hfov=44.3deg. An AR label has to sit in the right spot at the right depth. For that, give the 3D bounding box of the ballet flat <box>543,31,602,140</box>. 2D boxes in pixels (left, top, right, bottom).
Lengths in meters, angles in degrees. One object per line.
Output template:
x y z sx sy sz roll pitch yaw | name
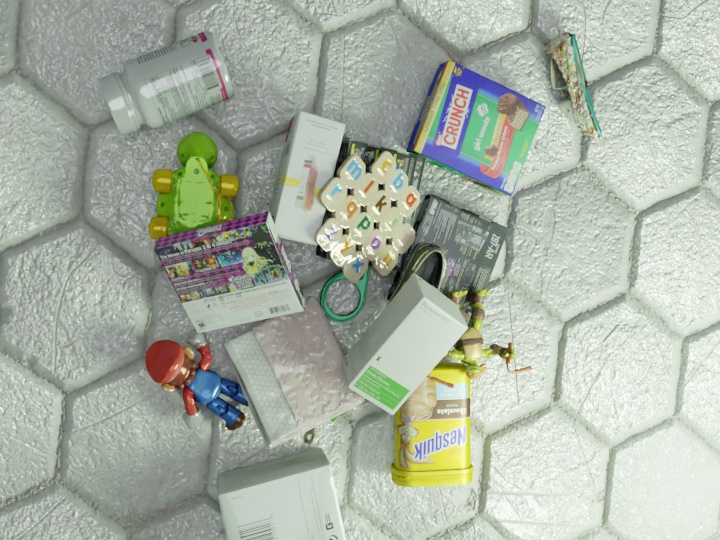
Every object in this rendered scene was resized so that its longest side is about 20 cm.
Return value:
0.382 -0.327 1.599 0.063 0.075 0.204 -16 91 22 | ballet flat

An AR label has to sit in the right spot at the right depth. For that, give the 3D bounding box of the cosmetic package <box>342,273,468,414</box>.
0.070 0.121 1.457 0.107 0.085 0.201 31 109 -22 | cosmetic package

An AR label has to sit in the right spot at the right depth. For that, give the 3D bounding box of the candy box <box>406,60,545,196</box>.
0.202 -0.248 1.556 0.196 0.077 0.172 22 89 -9 | candy box

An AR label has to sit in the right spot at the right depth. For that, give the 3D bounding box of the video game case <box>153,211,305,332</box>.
-0.208 0.007 1.431 0.196 0.036 0.184 -12 125 13 | video game case

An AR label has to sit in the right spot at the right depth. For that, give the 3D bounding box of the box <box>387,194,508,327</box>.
0.155 -0.012 1.576 0.157 0.044 0.204 21 89 -10 | box

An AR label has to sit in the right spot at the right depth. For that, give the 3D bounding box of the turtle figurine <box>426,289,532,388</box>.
0.199 0.117 1.532 0.195 0.064 0.165 -1 84 -12 | turtle figurine

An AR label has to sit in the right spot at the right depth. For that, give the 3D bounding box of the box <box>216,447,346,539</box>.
-0.130 0.432 1.503 0.195 0.131 0.204 -13 95 -10 | box

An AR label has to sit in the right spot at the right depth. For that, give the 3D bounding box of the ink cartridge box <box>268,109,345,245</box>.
-0.095 -0.150 1.474 0.082 0.145 0.205 14 91 -12 | ink cartridge box

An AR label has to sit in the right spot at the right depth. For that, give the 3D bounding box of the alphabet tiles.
0.013 -0.088 1.459 0.197 0.014 0.201 -51 124 -15 | alphabet tiles

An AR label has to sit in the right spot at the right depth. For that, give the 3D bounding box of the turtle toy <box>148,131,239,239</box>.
-0.273 -0.127 1.465 0.142 0.101 0.205 4 92 -11 | turtle toy

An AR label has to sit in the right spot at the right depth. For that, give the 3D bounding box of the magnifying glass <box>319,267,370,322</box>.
0.000 0.000 1.563 0.079 0.022 0.202 34 88 -10 | magnifying glass

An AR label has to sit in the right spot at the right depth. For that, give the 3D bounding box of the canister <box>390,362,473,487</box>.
0.126 0.269 1.565 0.145 0.086 0.205 -1 91 -11 | canister

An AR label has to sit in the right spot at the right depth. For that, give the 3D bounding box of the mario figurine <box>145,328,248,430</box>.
-0.278 0.185 1.506 0.199 0.125 0.106 36 128 -17 | mario figurine

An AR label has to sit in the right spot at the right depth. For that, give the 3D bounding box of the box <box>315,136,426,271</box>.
0.019 -0.110 1.503 0.157 0.044 0.205 8 97 -30 | box

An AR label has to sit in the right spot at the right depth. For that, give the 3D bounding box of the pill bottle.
-0.316 -0.302 1.443 0.196 0.113 0.116 -23 96 -8 | pill bottle

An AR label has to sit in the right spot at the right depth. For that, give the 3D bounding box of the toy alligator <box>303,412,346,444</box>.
-0.029 0.224 1.553 0.202 0.059 0.054 -56 140 -3 | toy alligator

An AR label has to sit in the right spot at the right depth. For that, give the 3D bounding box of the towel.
-0.113 0.169 1.498 0.188 0.032 0.203 -24 76 -16 | towel

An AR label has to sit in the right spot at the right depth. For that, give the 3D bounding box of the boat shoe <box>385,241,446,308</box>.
0.091 0.051 1.514 0.071 0.060 0.206 20 92 -11 | boat shoe
